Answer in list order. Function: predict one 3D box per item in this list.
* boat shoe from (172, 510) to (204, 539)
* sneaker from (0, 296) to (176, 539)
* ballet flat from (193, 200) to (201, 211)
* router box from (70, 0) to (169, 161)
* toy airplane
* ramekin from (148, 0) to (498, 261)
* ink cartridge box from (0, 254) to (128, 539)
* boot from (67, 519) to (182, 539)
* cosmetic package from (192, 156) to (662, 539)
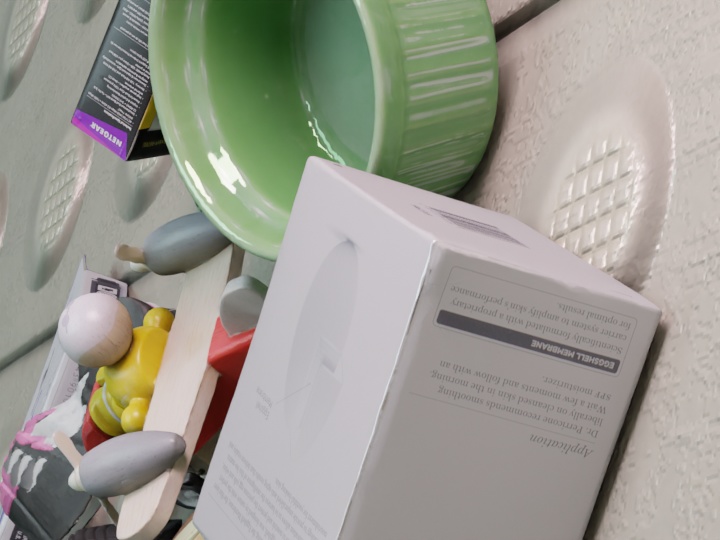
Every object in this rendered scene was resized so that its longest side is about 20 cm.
[{"bbox_3d":[-0.063,0.167,1.600,0.076,0.072,0.200,52,127,46],"label":"boat shoe"},{"bbox_3d":[-0.156,0.106,1.858,0.200,0.086,0.080,-53,58,26],"label":"sneaker"},{"bbox_3d":[-0.103,-0.127,1.904,0.074,0.074,0.200,151,131,-63],"label":"ballet flat"},{"bbox_3d":[-0.071,-0.148,1.678,0.051,0.200,0.149,34,114,23],"label":"router box"},{"bbox_3d":[-0.110,0.052,1.682,0.199,0.141,0.200,-62,15,7],"label":"toy airplane"},{"bbox_3d":[-0.017,-0.110,1.523,0.200,0.098,0.200,19,115,47],"label":"ramekin"},{"bbox_3d":[-0.217,0.104,2.054,0.200,0.043,0.198,-107,36,-74],"label":"ink cartridge box"},{"bbox_3d":[-0.143,0.230,1.742,0.200,0.070,0.132,-53,-45,-79],"label":"boot"},{"bbox_3d":[0.025,0.073,1.344,0.200,0.123,0.199,-70,21,8],"label":"cosmetic package"}]
